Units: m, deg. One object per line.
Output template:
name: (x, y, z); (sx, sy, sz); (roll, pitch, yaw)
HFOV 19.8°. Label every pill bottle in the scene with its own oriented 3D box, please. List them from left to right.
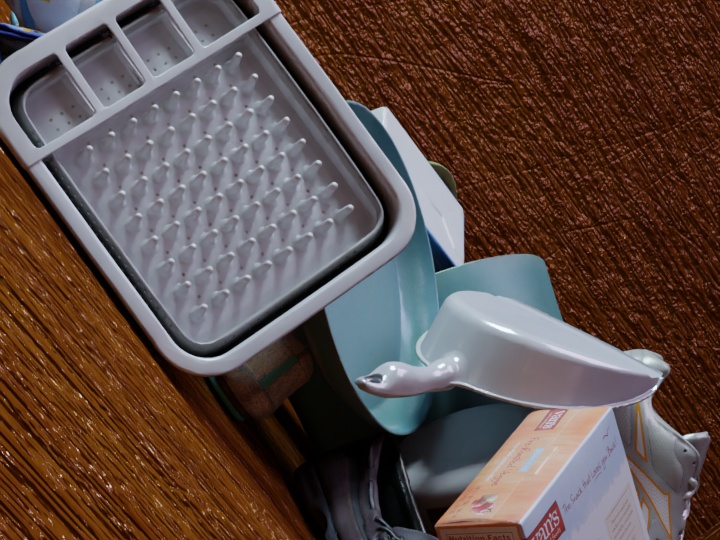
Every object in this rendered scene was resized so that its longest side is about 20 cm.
pill bottle: (0.092, 0.191, 1.265); (0.109, 0.109, 0.200); (-122, -168, -72)

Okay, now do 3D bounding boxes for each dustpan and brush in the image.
dustpan and brush: (0.069, 0.053, 1.215); (0.139, 0.057, 0.200); (27, 10, 38)

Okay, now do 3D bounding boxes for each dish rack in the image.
dish rack: (-0.085, -0.054, 1.097); (0.200, 0.172, 0.044); (53, -25, 4)

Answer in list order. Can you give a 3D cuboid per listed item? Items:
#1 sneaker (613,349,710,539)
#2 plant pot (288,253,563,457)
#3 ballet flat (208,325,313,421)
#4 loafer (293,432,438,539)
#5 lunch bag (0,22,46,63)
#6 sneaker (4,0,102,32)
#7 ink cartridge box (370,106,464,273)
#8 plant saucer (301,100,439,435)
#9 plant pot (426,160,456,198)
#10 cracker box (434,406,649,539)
sneaker: (0.183, 0.143, 1.282); (0.076, 0.092, 0.200); (78, -6, -86)
plant pot: (0.063, 0.105, 1.393); (0.201, 0.200, 0.161); (49, 18, -74)
ballet flat: (-0.065, 0.032, 1.245); (0.068, 0.067, 0.200); (53, 1, -26)
loafer: (0.018, 0.152, 1.139); (0.072, 0.063, 0.200); (54, 1, -33)
lunch bag: (-0.133, -0.088, 1.239); (0.200, 0.094, 0.151); (27, 5, 13)
sneaker: (-0.191, -0.156, 1.385); (0.081, 0.077, 0.200); (16, -22, 6)
ink cartridge box: (-0.043, -0.019, 1.388); (0.116, 0.200, 0.067); (50, 29, -39)
plant saucer: (0.000, 0.000, 1.224); (0.200, 0.027, 0.201); (-10, 90, -70)
plant pot: (-0.063, -0.053, 1.585); (0.190, 0.200, 0.200); (40, -5, 25)
cracker box: (0.118, 0.194, 1.154); (0.134, 0.058, 0.200); (-41, 119, -52)
